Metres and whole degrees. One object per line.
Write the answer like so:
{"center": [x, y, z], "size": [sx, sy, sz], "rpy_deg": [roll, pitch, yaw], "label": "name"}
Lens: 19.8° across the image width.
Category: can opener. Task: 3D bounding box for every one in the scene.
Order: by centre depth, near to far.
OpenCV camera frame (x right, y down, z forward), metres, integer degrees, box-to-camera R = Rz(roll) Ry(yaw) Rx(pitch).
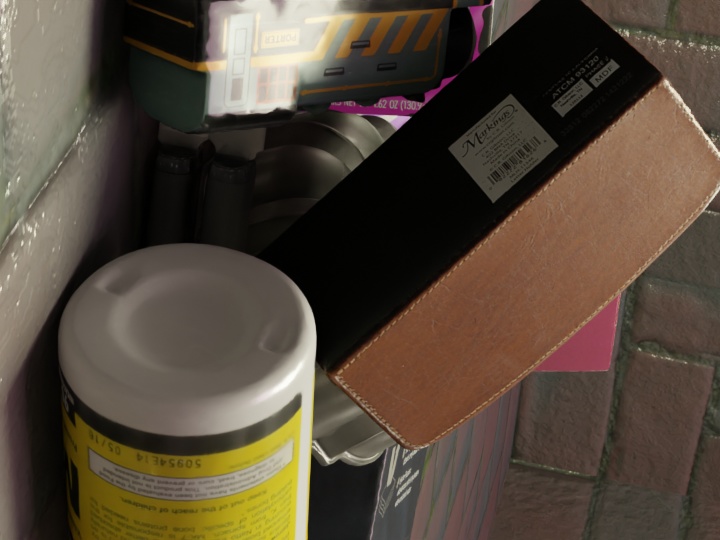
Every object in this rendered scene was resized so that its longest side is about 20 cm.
{"center": [-0.073, -0.046, 1.006], "size": [0.066, 0.052, 0.201], "rpy_deg": [-51, 151, -73], "label": "can opener"}

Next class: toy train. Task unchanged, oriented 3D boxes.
{"center": [-0.020, -0.125, 0.931], "size": [0.199, 0.085, 0.115], "rpy_deg": [-11, 116, -41], "label": "toy train"}

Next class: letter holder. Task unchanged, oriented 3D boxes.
{"center": [0.077, -0.007, 0.982], "size": [0.142, 0.200, 0.101], "rpy_deg": [46, 5, -40], "label": "letter holder"}

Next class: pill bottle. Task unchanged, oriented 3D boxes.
{"center": [-0.079, 0.098, 0.947], "size": [0.115, 0.114, 0.201], "rpy_deg": [-68, 166, -49], "label": "pill bottle"}

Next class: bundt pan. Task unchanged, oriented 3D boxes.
{"center": [0.000, 0.000, 1.117], "size": [0.202, 0.076, 0.203], "rpy_deg": [32, 47, -43], "label": "bundt pan"}

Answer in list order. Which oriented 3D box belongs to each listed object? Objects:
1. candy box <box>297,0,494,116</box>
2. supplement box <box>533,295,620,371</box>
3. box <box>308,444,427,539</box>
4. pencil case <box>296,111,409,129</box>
{"center": [0.004, -0.171, 1.045], "size": [0.061, 0.136, 0.201], "rpy_deg": [-85, 178, -45], "label": "candy box"}
{"center": [0.090, -0.025, 1.266], "size": [0.200, 0.085, 0.111], "rpy_deg": [-123, -142, -65], "label": "supplement box"}
{"center": [-0.033, 0.151, 1.289], "size": [0.197, 0.117, 0.201], "rpy_deg": [-22, 124, -79], "label": "box"}
{"center": [-0.007, -0.052, 1.301], "size": [0.084, 0.085, 0.201], "rpy_deg": [-132, -133, -55], "label": "pencil case"}
